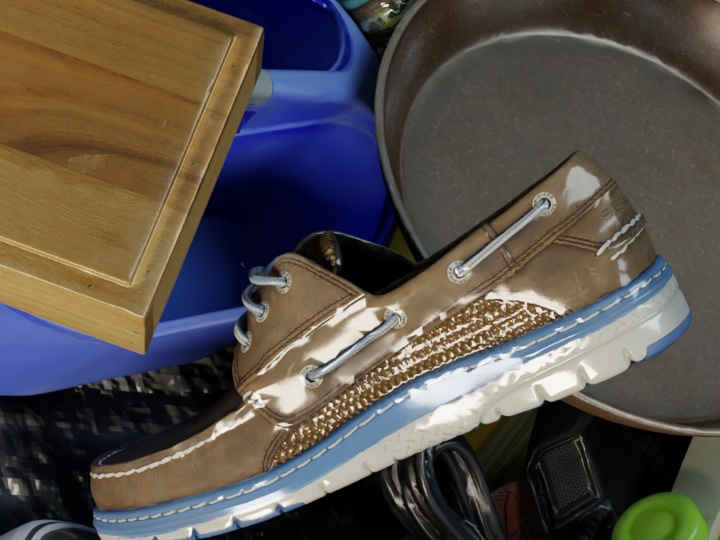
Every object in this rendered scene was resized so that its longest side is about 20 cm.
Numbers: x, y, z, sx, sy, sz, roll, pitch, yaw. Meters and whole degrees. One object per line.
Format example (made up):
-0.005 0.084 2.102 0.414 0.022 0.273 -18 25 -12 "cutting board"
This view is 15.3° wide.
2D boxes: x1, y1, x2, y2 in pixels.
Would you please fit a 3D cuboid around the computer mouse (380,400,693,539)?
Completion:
0.068 0.051 0.946 0.141 0.046 0.200 55 46 -23 "computer mouse"

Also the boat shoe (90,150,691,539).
-0.002 0.023 0.830 0.073 0.200 0.072 65 11 -5 "boat shoe"

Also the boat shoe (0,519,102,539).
-0.033 0.133 0.870 0.200 0.064 0.071 35 42 -29 "boat shoe"

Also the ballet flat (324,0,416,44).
-0.004 -0.124 1.021 0.074 0.074 0.200 32 10 -32 "ballet flat"

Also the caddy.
-0.076 -0.041 0.883 0.200 0.105 0.142 -11 77 -41 "caddy"

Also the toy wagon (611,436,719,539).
0.139 0.129 0.950 0.155 0.039 0.200 56 46 -37 "toy wagon"

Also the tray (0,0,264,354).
-0.139 -0.058 0.791 0.200 0.037 0.099 20 69 2 "tray"

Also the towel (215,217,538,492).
0.000 0.000 1.000 0.200 0.018 0.086 44 63 -9 "towel"

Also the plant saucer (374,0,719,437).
0.092 -0.023 0.926 0.200 0.035 0.201 12 54 -17 "plant saucer"

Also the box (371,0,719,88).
0.109 -0.118 1.104 0.118 0.200 0.197 52 37 -9 "box"

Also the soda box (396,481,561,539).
0.104 0.145 1.021 0.200 0.068 0.064 24 49 -37 "soda box"
